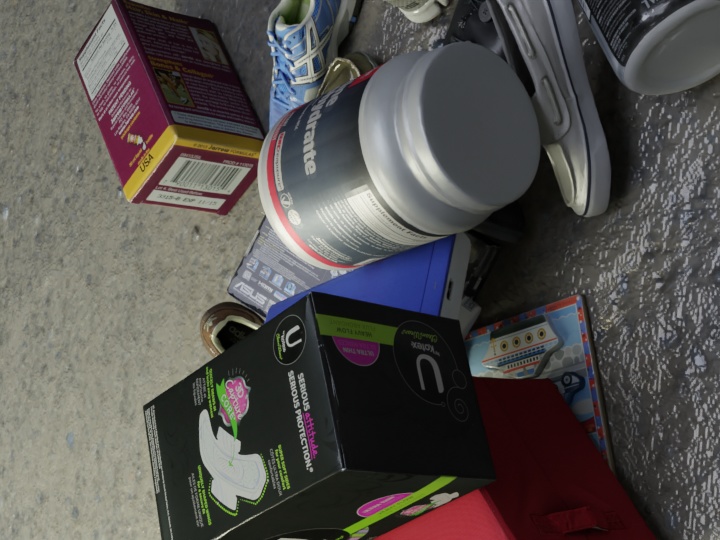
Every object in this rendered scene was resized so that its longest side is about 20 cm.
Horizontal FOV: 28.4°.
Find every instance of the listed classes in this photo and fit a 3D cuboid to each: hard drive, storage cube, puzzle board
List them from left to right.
[{"bbox_3d":[-0.006,0.049,1.141,0.199,0.025,0.133,-23,35,33],"label":"hard drive"},{"bbox_3d":[0.085,0.202,1.082,0.200,0.170,0.180,-52,51,29],"label":"storage cube"},{"bbox_3d":[0.119,0.119,1.192,0.199,0.017,0.152,-22,70,43],"label":"puzzle board"}]

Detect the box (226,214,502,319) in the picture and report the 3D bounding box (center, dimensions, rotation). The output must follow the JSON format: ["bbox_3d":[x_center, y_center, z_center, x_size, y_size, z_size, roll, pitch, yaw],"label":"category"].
[{"bbox_3d":[0.000,0.000,1.242,0.199,0.049,0.162,31,102,21],"label":"box"}]

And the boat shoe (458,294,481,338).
[{"bbox_3d":[0.021,0.097,1.169,0.067,0.072,0.201,32,98,11],"label":"boat shoe"}]

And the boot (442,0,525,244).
[{"bbox_3d":[0.116,-0.146,1.195,0.165,0.065,0.201,40,110,39],"label":"boot"}]

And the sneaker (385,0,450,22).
[{"bbox_3d":[0.069,-0.311,1.238,0.074,0.087,0.201,52,121,36],"label":"sneaker"}]

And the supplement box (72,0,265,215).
[{"bbox_3d":[-0.196,-0.169,1.472,0.103,0.130,0.201,-47,54,33],"label":"supplement box"}]

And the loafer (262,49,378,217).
[{"bbox_3d":[-0.036,-0.111,1.340,0.075,0.069,0.202,33,110,43],"label":"loafer"}]

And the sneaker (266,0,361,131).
[{"bbox_3d":[-0.062,-0.207,1.373,0.075,0.077,0.202,21,103,44],"label":"sneaker"}]

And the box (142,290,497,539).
[{"bbox_3d":[-0.032,0.119,0.989,0.199,0.148,0.125,-33,59,40],"label":"box"}]

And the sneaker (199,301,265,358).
[{"bbox_3d":[-0.061,0.102,1.266,0.199,0.076,0.071,33,92,-2],"label":"sneaker"}]

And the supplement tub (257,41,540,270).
[{"bbox_3d":[0.026,-0.086,1.101,0.199,0.139,0.142,-19,72,48],"label":"supplement tub"}]

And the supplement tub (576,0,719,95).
[{"bbox_3d":[0.208,-0.242,1.059,0.122,0.122,0.201,-42,57,35],"label":"supplement tub"}]

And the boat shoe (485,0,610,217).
[{"bbox_3d":[0.143,-0.132,1.104,0.072,0.065,0.202,-132,25,-68],"label":"boat shoe"}]
